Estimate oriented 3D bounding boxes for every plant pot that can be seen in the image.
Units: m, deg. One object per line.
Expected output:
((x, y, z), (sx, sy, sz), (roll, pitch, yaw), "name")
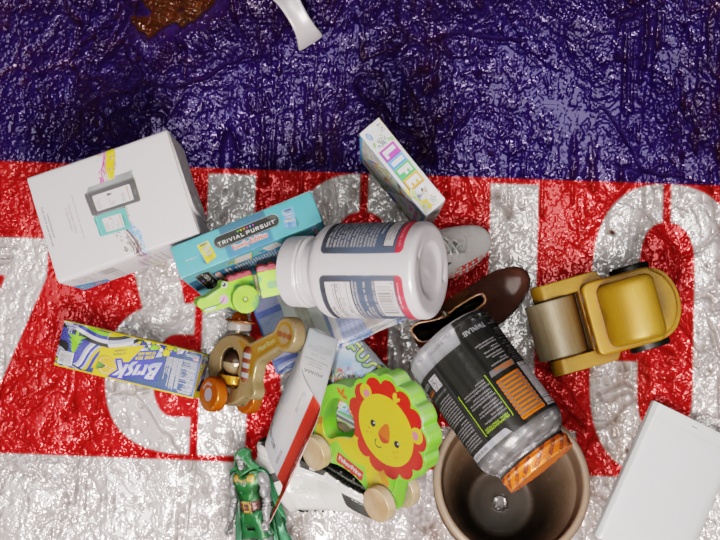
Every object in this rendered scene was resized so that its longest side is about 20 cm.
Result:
((0.187, 0.291, 1.632), (0.197, 0.175, 0.204), (0, 70, 0), "plant pot")

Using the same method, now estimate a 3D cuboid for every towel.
((-0.049, 0.043, 1.714), (0.197, 0.024, 0.148), (-24, 64, 0), "towel")

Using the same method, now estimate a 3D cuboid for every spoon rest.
((-0.120, -0.408, 1.751), (0.099, 0.061, 0.202), (-32, 87, -1), "spoon rest")

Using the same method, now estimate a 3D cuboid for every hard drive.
((0.418, 0.299, 1.714), (0.130, 0.026, 0.202), (25, 86, 2), "hard drive")

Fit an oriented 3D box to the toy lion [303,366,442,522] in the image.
((0.018, 0.204, 1.598), (0.199, 0.068, 0.194), (32, 125, 36), "toy lion")

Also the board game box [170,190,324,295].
((-0.143, -0.034, 1.680), (0.197, 0.151, 0.048), (-22, 80, -1), "board game box")

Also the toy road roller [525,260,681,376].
((0.328, 0.059, 1.670), (0.197, 0.146, 0.125), (-15, 86, 0), "toy road roller")

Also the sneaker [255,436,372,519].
((-0.058, 0.298, 1.707), (0.197, 0.074, 0.081), (22, 102, 7), "sneaker")

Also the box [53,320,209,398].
((-0.312, 0.122, 1.714), (0.197, 0.070, 0.065), (14, 85, 2), "box")

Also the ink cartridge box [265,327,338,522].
((-0.089, 0.197, 1.604), (0.047, 0.201, 0.161), (22, 127, -3), "ink cartridge box")

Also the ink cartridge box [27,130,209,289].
((-0.318, -0.078, 1.689), (0.197, 0.147, 0.148), (-19, 85, -1), "ink cartridge box")

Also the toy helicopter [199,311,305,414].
((-0.140, 0.104, 1.673), (0.078, 0.199, 0.134), (9, 61, -41), "toy helicopter")

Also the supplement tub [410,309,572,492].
((0.161, 0.160, 1.523), (0.122, 0.123, 0.201), (-35, 74, -1), "supplement tub")

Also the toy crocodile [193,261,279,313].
((-0.128, 0.015, 1.675), (0.197, 0.067, 0.063), (-15, 97, -10), "toy crocodile")

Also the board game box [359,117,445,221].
((0.053, -0.122, 1.659), (0.034, 0.200, 0.135), (-39, 87, -2), "board game box")

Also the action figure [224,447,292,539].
((-0.141, 0.335, 1.675), (0.117, 0.055, 0.204), (-8, 95, 29), "action figure")

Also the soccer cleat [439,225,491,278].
((0.097, -0.024, 1.685), (0.197, 0.086, 0.069), (-17, 65, -22), "soccer cleat")

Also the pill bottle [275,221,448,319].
((0.000, 0.000, 1.569), (0.197, 0.119, 0.122), (0, 86, 27), "pill bottle")

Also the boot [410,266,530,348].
((0.147, 0.041, 1.646), (0.186, 0.200, 0.069), (-24, 81, -1), "boot")

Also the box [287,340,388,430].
((0.002, 0.173, 1.723), (0.110, 0.035, 0.200), (-43, 87, -2), "box")
